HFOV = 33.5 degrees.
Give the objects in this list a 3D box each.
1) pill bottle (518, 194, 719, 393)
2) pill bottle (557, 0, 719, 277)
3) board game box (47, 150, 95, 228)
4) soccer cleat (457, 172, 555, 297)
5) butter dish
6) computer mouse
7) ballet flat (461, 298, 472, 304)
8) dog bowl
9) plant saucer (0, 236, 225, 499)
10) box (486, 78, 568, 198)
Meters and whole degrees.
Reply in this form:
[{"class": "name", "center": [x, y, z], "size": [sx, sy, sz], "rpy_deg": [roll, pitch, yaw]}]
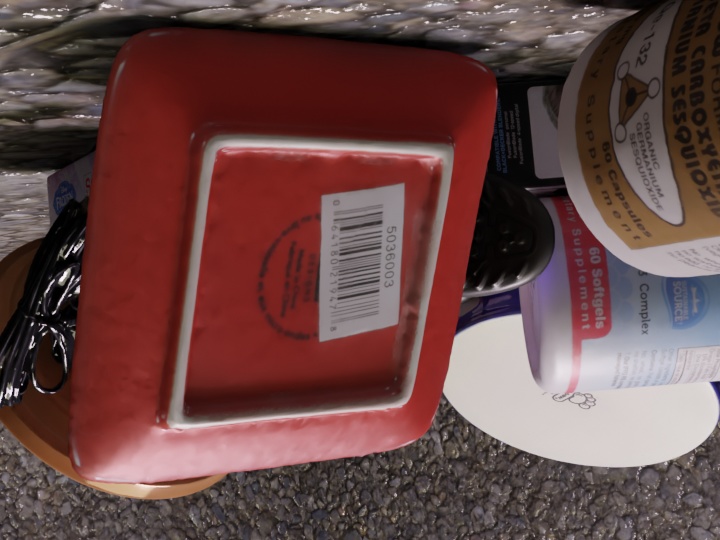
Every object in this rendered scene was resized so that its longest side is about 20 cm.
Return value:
[{"class": "pill bottle", "center": [0.190, 0.006, 0.653], "size": [0.198, 0.110, 0.109], "rpy_deg": [-5, 177, 1]}, {"class": "pill bottle", "center": [0.168, -0.061, 0.425], "size": [0.114, 0.115, 0.200], "rpy_deg": [-4, 177, -23]}, {"class": "board game box", "center": [-0.078, -0.059, 0.776], "size": [0.199, 0.041, 0.199], "rpy_deg": [-3, 176, -32]}, {"class": "soccer cleat", "center": [0.032, -0.017, 0.659], "size": [0.199, 0.069, 0.073], "rpy_deg": [-2, 173, 43]}, {"class": "butter dish", "center": [-0.056, -0.019, 0.574], "size": [0.198, 0.201, 0.148], "rpy_deg": [-1, -162, -33]}, {"class": "computer mouse", "center": [-0.135, 0.007, 0.715], "size": [0.053, 0.139, 0.200], "rpy_deg": [42, -157, 24]}, {"class": "ballet flat", "center": [0.000, 0.000, 0.802], "size": [0.199, 0.057, 0.067], "rpy_deg": [-8, 134, 20]}, {"class": "dog bowl", "center": [0.155, 0.056, 0.840], "size": [0.199, 0.079, 0.201], "rpy_deg": [12, 146, 8]}, {"class": "plant saucer", "center": [-0.149, 0.052, 0.769], "size": [0.199, 0.201, 0.032], "rpy_deg": [-2, 142, -44]}, {"class": "box", "center": [0.155, -0.074, 0.691], "size": [0.198, 0.061, 0.117], "rpy_deg": [-4, 177, -6]}]
